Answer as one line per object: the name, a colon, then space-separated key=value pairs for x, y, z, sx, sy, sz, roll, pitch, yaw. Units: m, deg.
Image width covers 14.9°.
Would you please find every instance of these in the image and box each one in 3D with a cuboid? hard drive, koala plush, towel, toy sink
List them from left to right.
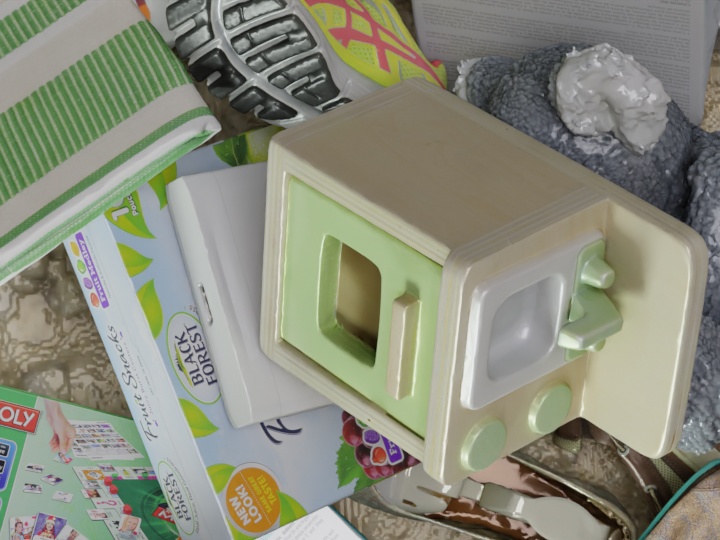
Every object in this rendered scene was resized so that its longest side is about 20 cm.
towel: x=-0.182 y=-0.100 z=1.429 sx=0.152 sy=0.023 sz=0.200 roll=-36 pitch=60 yaw=-8
hard drive: x=0.000 y=0.000 z=1.463 sx=0.200 sy=0.027 sz=0.132 roll=-12 pitch=82 yaw=-36
toy sink: x=0.052 y=0.015 z=1.333 sx=0.112 sy=0.200 sz=0.131 roll=-25 pitch=134 yaw=-37
koala plush: x=0.140 y=-0.041 z=1.412 sx=0.200 sy=0.177 sz=0.184 roll=44 pitch=79 yaw=-16

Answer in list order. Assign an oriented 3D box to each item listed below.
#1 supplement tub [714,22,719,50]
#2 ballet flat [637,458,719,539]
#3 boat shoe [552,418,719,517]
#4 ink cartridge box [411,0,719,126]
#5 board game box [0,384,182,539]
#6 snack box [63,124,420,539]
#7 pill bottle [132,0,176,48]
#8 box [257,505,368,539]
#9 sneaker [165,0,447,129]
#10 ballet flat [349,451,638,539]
supplement tub: x=0.207 y=-0.227 z=1.515 sx=0.140 sy=0.140 sz=0.201 roll=8 pitch=90 yaw=-9
ballet flat: x=0.158 y=0.189 z=1.511 sx=0.200 sy=0.068 sz=0.067 roll=-52 pitch=58 yaw=29
boat shoe: x=0.136 y=0.073 z=1.547 sx=0.075 sy=0.075 sz=0.202 roll=-41 pitch=93 yaw=7
ink cartridge box: x=0.112 y=-0.127 z=1.471 sx=0.162 sy=0.200 sz=0.050 roll=10 pitch=62 yaw=12
board game box: x=-0.172 y=0.137 z=1.488 sx=0.199 sy=0.029 sz=0.135 roll=14 pitch=82 yaw=6
snack box: x=-0.062 y=0.035 z=1.459 sx=0.142 sy=0.053 sz=0.200 roll=-22 pitch=89 yaw=-36
pill bottle: x=-0.105 y=-0.227 z=1.479 sx=0.114 sy=0.114 sz=0.200 roll=-24 pitch=95 yaw=-8
box: x=-0.012 y=0.191 z=1.535 sx=0.200 sy=0.049 sz=0.082 roll=44 pitch=86 yaw=-7
sneaker: x=-0.025 y=-0.121 z=1.427 sx=0.200 sy=0.078 sz=0.090 roll=41 pitch=46 yaw=-34
ballet flat: x=0.066 y=0.119 z=1.540 sx=0.199 sy=0.062 sz=0.068 roll=18 pitch=88 yaw=-9
